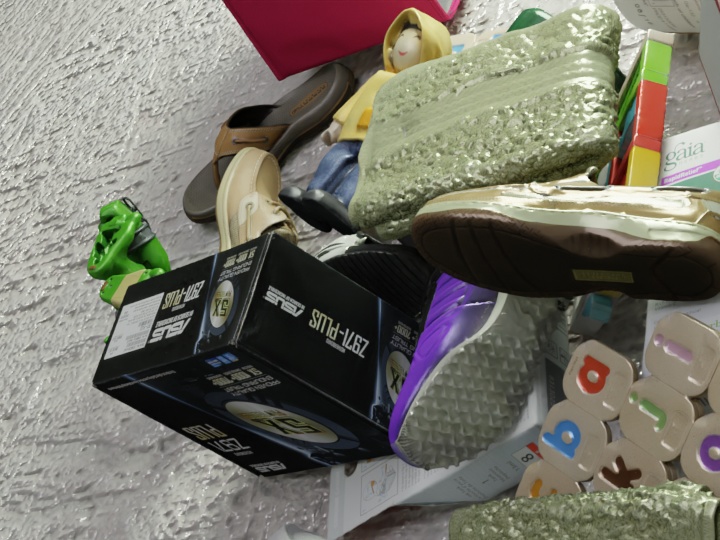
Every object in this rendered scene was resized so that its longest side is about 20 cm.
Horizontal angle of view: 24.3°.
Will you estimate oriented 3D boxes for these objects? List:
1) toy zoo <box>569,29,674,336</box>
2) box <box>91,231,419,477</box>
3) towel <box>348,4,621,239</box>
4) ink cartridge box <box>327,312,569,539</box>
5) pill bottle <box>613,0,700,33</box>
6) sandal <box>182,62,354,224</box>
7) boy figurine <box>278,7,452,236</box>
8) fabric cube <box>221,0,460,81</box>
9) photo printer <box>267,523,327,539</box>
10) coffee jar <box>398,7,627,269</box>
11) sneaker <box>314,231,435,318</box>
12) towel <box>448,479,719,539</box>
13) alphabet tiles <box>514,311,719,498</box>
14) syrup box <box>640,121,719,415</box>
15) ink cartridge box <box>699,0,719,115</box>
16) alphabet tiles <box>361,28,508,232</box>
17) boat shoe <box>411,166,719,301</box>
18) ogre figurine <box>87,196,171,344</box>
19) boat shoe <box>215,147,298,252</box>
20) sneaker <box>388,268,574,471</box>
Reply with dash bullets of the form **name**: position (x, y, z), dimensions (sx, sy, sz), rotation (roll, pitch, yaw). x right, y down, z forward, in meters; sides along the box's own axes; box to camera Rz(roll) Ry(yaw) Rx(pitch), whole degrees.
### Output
- **toy zoo**: position (0.176, -0.048, 1.136), dimensions (0.132, 0.020, 0.201), rotation (106, 178, -53)
- **box**: position (-0.067, 0.066, 1.181), dimensions (0.199, 0.163, 0.087), rotation (-17, 48, 51)
- **towel**: position (0.086, -0.103, 1.153), dimensions (0.198, 0.037, 0.149), rotation (-16, 46, 26)
- **ink cartridge box**: position (0.062, 0.097, 1.175), dimensions (0.200, 0.050, 0.163), rotation (-37, 35, 34)
- **pill bottle**: position (0.282, -0.227, 1.197), dimensions (0.199, 0.114, 0.115), rotation (11, 63, 50)
- **sandal**: position (-0.092, -0.125, 1.525), dimensions (0.200, 0.055, 0.082), rotation (-40, 35, 8)
- **boy figurine**: position (0.019, -0.122, 1.357), dimensions (0.124, 0.064, 0.201), rotation (15, 70, 54)
- **fabric cube**: position (-0.023, -0.327, 1.516), dimensions (0.198, 0.197, 0.201), rotation (-14, 37, 34)
- **photo printer**: position (-0.041, 0.267, 1.052), dimensions (0.167, 0.069, 0.200), rotation (-58, 34, 8)
- **coffee jar**: position (0.103, -0.090, 1.243), dimensions (0.104, 0.085, 0.200), rotation (37, 84, 24)
- **sneaker**: position (0.000, 0.000, 1.271), dimensions (0.199, 0.074, 0.089), rotation (-20, 27, 54)
- **towel**: position (0.124, 0.197, 0.956), dimensions (0.199, 0.036, 0.150), rotation (-12, 71, 44)
- **alphabet tiles**: position (0.175, 0.132, 0.956), dimensions (0.195, 0.015, 0.202), rotation (32, 105, 44)
- **syrup box**: position (0.232, 0.002, 1.050), dimensions (0.078, 0.081, 0.201), rotation (-17, 46, 32)
- **ink cartridge box**: position (0.320, -0.137, 1.026), dimensions (0.198, 0.084, 0.145), rotation (-7, 43, 2)
- **alphabet tiles**: position (0.066, -0.116, 1.382), dimensions (0.194, 0.015, 0.201), rotation (-2, 54, 45)
- **boat shoe**: position (0.132, -0.029, 1.028), dimensions (0.198, 0.072, 0.077), rotation (8, 53, 19)
- **ogre figurine**: position (-0.171, 0.032, 1.395), dimensions (0.098, 0.120, 0.200), rotation (-44, 36, -6)
- **boat shoe**: position (-0.082, -0.023, 1.411), dimensions (0.064, 0.071, 0.202), rotation (-14, 51, 23)
- **sneaker**: position (0.069, 0.043, 1.104), dimensions (0.099, 0.070, 0.201), rotation (5, 55, 55)
